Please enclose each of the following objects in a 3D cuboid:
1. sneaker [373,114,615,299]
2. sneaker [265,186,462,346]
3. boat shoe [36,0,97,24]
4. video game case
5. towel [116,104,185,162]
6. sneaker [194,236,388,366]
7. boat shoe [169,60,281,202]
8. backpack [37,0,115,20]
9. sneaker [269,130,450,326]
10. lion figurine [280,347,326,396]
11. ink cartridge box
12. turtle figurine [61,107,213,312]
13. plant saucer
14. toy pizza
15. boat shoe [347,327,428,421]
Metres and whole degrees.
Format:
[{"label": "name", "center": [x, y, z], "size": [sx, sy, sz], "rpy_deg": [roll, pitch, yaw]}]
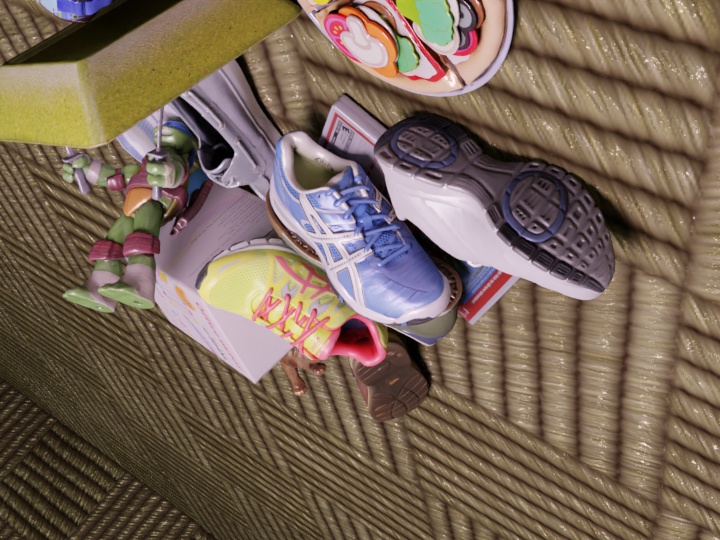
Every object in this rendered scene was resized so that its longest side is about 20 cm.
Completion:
[{"label": "sneaker", "center": [0.096, -0.037, 0.704], "size": [0.199, 0.074, 0.088], "rpy_deg": [37, 154, 31]}, {"label": "sneaker", "center": [0.000, 0.000, 0.862], "size": [0.199, 0.067, 0.090], "rpy_deg": [32, 155, 22]}, {"label": "boat shoe", "center": [-0.257, -0.253, 0.783], "size": [0.070, 0.071, 0.201], "rpy_deg": [10, -142, -47]}, {"label": "video game case", "center": [0.043, -0.045, 0.828], "size": [0.199, 0.017, 0.143], "rpy_deg": [40, 155, 4]}, {"label": "towel", "center": [-0.243, -0.185, 1.007], "size": [0.147, 0.024, 0.200], "rpy_deg": [45, 155, -9]}, {"label": "sneaker", "center": [-0.051, 0.035, 0.879], "size": [0.198, 0.091, 0.078], "rpy_deg": [14, 130, -29]}, {"label": "boat shoe", "center": [-0.118, -0.114, 0.874], "size": [0.069, 0.072, 0.202], "rpy_deg": [21, 155, 37]}, {"label": "backpack", "center": [-0.198, -0.293, 0.637], "size": [0.182, 0.135, 0.200], "rpy_deg": [39, 152, 3]}, {"label": "sneaker", "center": [-0.008, -0.033, 0.783], "size": [0.200, 0.076, 0.077], "rpy_deg": [41, 157, 24]}, {"label": "lion figurine", "center": [-0.097, 0.064, 1.150], "size": [0.199, 0.072, 0.124], "rpy_deg": [26, 144, 39]}, {"label": "ink cartridge box", "center": [-0.129, 0.005, 1.002], "size": [0.199, 0.125, 0.129], "rpy_deg": [27, 153, 46]}, {"label": "turtle figurine", "center": [-0.228, -0.073, 0.904], "size": [0.142, 0.197, 0.200], "rpy_deg": [7, 161, 11]}, {"label": "plant saucer", "center": [-0.175, -0.166, 0.738], "size": [0.199, 0.199, 0.048], "rpy_deg": [11, 134, 47]}, {"label": "toy pizza", "center": [0.008, -0.188, 0.628], "size": [0.199, 0.032, 0.201], "rpy_deg": [33, 154, 18]}, {"label": "boat shoe", "center": [0.024, 0.099, 1.047], "size": [0.201, 0.071, 0.068], "rpy_deg": [69, 177, -58]}]
